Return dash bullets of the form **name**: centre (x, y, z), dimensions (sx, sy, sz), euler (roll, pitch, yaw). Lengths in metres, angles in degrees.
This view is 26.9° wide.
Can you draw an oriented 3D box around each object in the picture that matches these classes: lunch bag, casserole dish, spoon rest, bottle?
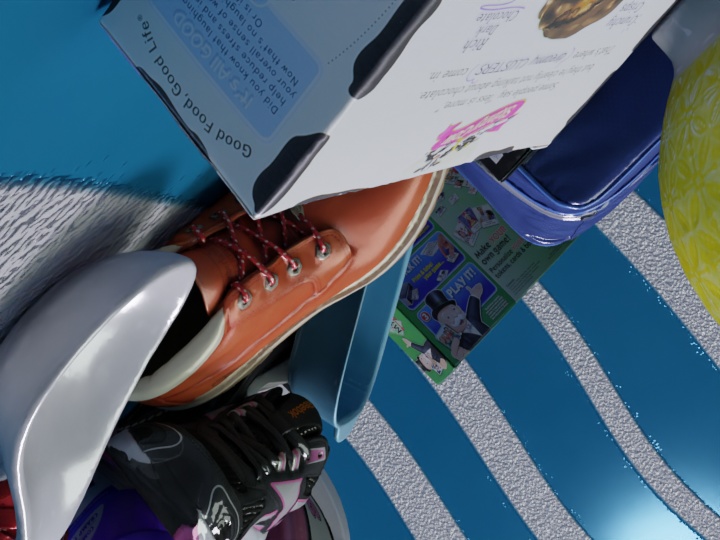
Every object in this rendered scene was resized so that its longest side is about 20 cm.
- **lunch bag**: centre (0.148, -0.125, 0.948), dimensions (0.200, 0.136, 0.132), euler (-46, 176, -8)
- **casserole dish**: centre (0.000, 0.000, 0.889), dimensions (0.121, 0.038, 0.202), euler (-11, 116, -78)
- **spoon rest**: centre (-0.126, 0.066, 0.593), dimensions (0.200, 0.061, 0.099), euler (-48, 175, 30)
- **bottle**: centre (-0.126, 0.149, 0.758), dimensions (0.084, 0.065, 0.200), euler (-56, -153, -9)

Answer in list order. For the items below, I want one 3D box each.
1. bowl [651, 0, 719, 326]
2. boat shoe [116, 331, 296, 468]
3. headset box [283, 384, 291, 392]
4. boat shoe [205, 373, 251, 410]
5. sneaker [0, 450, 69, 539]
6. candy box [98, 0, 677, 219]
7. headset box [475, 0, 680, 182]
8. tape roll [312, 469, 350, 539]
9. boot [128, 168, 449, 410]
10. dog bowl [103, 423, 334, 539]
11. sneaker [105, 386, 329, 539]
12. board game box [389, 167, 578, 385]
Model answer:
- **bowl**: centre (0.174, -0.080, 0.557), dimensions (0.200, 0.108, 0.200), euler (-45, 176, -4)
- **boat shoe**: centre (-0.087, 0.055, 0.859), dimensions (0.073, 0.061, 0.200), euler (-19, -173, 27)
- **headset box**: centre (0.015, 0.014, 1.332), dimensions (0.200, 0.075, 0.149), euler (-41, 174, -48)
- **boat shoe**: centre (-0.029, -0.016, 0.765), dimensions (0.202, 0.063, 0.074), euler (-49, 172, 13)
- **sneaker**: centre (-0.165, 0.162, 0.686), dimensions (0.200, 0.113, 0.071), euler (-48, 159, 18)
- **candy box**: centre (0.052, -0.115, 0.386), dimensions (0.200, 0.072, 0.167), euler (-49, 164, 30)
- **headset box**: centre (0.112, -0.159, 0.594), dimensions (0.200, 0.093, 0.174), euler (-44, 176, -29)
- **tape roll**: centre (-0.105, 0.191, 0.997), dimensions (0.202, 0.202, 0.071), euler (-46, 175, -2)
- **boot**: centre (-0.038, -0.011, 0.667), dimensions (0.200, 0.075, 0.107), euler (-45, 171, 4)
- **dog bowl**: centre (-0.114, 0.174, 0.886), dimensions (0.200, 0.200, 0.074), euler (-44, 153, -21)
- **sneaker**: centre (-0.060, 0.089, 0.728), dimensions (0.086, 0.080, 0.200), euler (-41, 173, -3)
- **board game box**: centre (0.066, -0.027, 1.064), dimensions (0.200, 0.135, 0.029), euler (-42, 174, -40)
